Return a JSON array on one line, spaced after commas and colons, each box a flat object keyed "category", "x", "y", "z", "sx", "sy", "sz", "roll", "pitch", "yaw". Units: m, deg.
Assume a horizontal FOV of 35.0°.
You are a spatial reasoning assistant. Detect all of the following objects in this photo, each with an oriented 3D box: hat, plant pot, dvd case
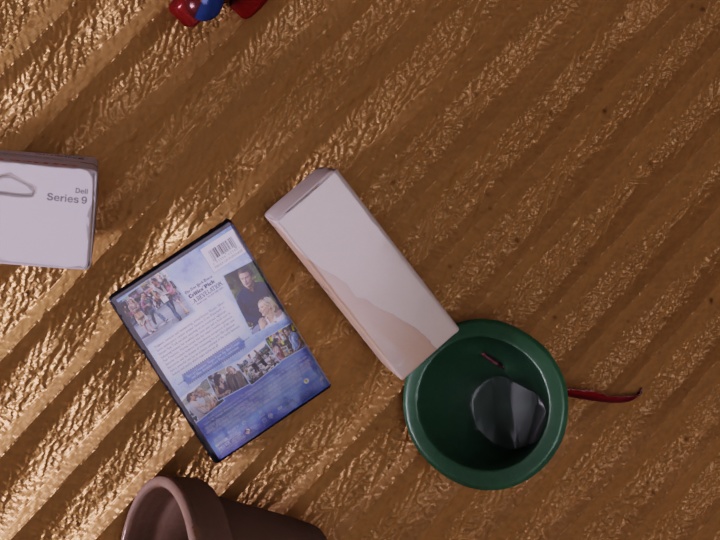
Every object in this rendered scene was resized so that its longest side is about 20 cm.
[{"category": "hat", "x": 0.163, "y": 0.149, "z": 1.215, "sx": 0.198, "sy": 0.176, "sz": 0.167, "roll": 28, "pitch": 93, "yaw": 23}, {"category": "plant pot", "x": -0.120, "y": 0.301, "z": 1.093, "sx": 0.172, "sy": 0.200, "sz": 0.203, "roll": 8, "pitch": 95, "yaw": -30}, {"category": "dvd case", "x": -0.138, "y": 0.071, "z": 1.135, "sx": 0.142, "sy": 0.018, "sz": 0.202, "roll": -33, "pitch": 103, "yaw": -7}]

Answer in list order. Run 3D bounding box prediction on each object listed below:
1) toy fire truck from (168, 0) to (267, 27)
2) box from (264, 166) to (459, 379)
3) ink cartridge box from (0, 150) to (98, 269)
[{"category": "toy fire truck", "x": -0.103, "y": -0.290, "z": 1.006, "sx": 0.112, "sy": 0.169, "sz": 0.199, "roll": 42, "pitch": 116, "yaw": -18}, {"category": "box", "x": 0.000, "y": 0.000, "z": 1.121, "sx": 0.078, "sy": 0.095, "sz": 0.201, "roll": -40, "pitch": 102, "yaw": -5}, {"category": "ink cartridge box", "x": -0.301, "y": -0.058, "z": 0.988, "sx": 0.144, "sy": 0.200, "sz": 0.085, "roll": 4, "pitch": 97, "yaw": -13}]
